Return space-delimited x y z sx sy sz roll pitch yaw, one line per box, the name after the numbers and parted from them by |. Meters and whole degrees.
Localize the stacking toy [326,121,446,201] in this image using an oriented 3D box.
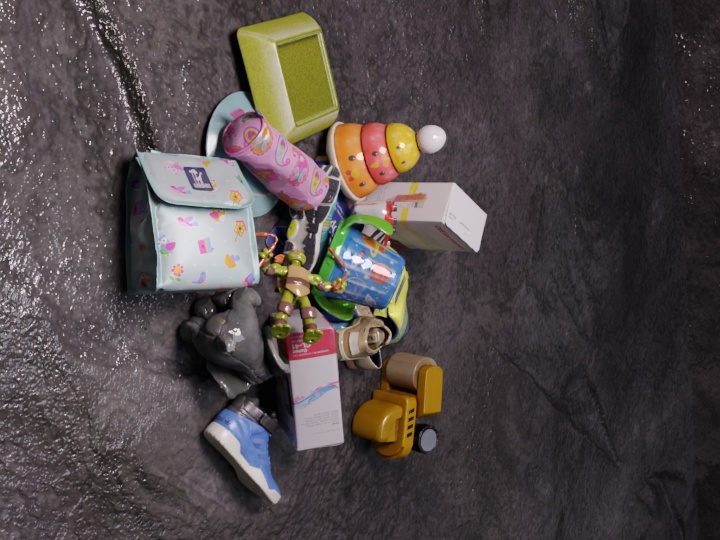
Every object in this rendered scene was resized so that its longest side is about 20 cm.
0.052 -0.213 1.653 0.146 0.199 0.147 49 33 -48 | stacking toy

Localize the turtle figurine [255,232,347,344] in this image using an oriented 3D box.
-0.108 0.026 1.447 0.200 0.064 0.162 21 53 -33 | turtle figurine

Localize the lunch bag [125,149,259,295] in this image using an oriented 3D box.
-0.242 -0.069 1.350 0.170 0.122 0.201 -1 86 -37 | lunch bag

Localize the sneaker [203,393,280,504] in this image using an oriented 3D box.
-0.163 0.285 1.542 0.111 0.077 0.200 -49 125 -26 | sneaker

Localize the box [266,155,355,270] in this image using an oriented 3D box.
-0.082 -0.086 1.649 0.200 0.032 0.121 -61 137 -28 | box

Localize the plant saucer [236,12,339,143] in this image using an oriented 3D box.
-0.103 -0.313 1.551 0.200 0.048 0.200 -36 117 -52 | plant saucer

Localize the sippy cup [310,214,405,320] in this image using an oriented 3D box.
0.000 0.000 1.586 0.178 0.130 0.140 121 -9 -68 | sippy cup

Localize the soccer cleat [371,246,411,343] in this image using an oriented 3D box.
0.051 0.049 1.816 0.084 0.065 0.201 -30 118 -45 | soccer cleat

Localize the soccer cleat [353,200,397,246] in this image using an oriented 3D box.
0.014 -0.049 1.719 0.069 0.085 0.200 -85 -176 -45 | soccer cleat

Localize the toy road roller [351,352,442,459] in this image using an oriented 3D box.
0.066 0.261 1.817 0.146 0.123 0.201 5 91 -42 | toy road roller

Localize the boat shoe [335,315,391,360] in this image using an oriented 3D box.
0.018 0.116 1.615 0.200 0.076 0.072 -26 105 -70 | boat shoe

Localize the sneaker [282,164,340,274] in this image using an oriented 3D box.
-0.080 -0.079 1.583 0.080 0.077 0.201 27 79 -70 | sneaker

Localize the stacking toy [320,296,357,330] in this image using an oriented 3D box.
-0.037 0.055 1.688 0.085 0.085 0.201 4 87 -53 | stacking toy

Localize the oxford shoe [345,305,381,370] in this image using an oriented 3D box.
0.007 0.088 1.750 0.071 0.074 0.201 -27 114 -47 | oxford shoe

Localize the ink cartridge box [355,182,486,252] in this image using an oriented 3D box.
0.115 -0.100 1.768 0.145 0.199 0.084 34 67 -50 | ink cartridge box

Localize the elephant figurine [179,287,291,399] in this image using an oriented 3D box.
-0.171 0.128 1.458 0.200 0.141 0.155 60 43 -33 | elephant figurine

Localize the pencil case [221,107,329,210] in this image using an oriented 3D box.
-0.131 -0.170 1.472 0.200 0.087 0.088 39 63 -47 | pencil case

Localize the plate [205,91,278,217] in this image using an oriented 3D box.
-0.170 -0.185 1.510 0.200 0.026 0.201 3 87 -56 | plate

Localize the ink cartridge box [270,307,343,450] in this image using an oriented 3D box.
-0.090 0.175 1.561 0.085 0.148 0.201 -6 101 -16 | ink cartridge box
